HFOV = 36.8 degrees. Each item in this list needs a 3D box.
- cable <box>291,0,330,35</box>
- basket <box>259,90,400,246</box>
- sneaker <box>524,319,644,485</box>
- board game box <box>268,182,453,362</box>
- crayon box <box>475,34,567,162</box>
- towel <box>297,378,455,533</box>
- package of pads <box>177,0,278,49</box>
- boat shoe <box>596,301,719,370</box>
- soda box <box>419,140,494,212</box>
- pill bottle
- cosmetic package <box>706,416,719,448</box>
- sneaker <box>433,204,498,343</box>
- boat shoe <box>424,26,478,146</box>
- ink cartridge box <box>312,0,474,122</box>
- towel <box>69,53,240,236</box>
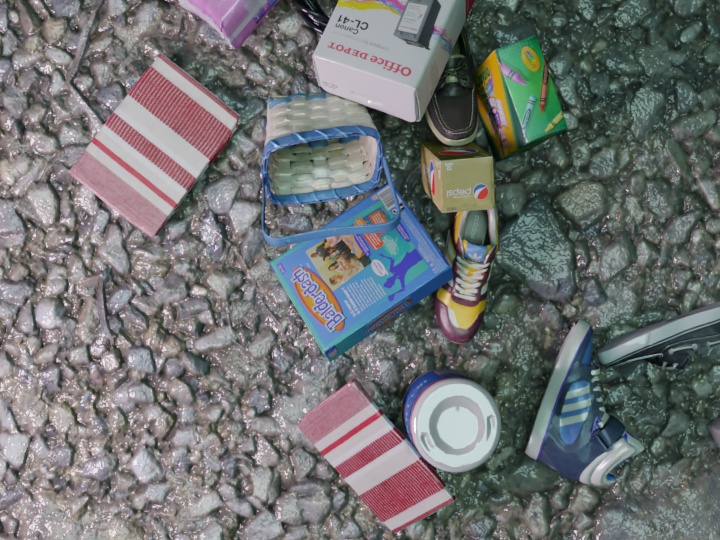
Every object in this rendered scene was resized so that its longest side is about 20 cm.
[{"bbox_3d":[0.001,-0.372,1.448,0.199,0.051,0.164,36,88,-1],"label":"cable"},{"bbox_3d":[-0.044,-0.128,1.384,0.173,0.140,0.203,-6,55,-3],"label":"basket"},{"bbox_3d":[0.314,0.182,1.434,0.144,0.081,0.203,21,95,10],"label":"sneaker"},{"bbox_3d":[0.000,0.000,1.419,0.198,0.045,0.153,-33,66,-3],"label":"board game box"},{"bbox_3d":[0.197,-0.214,1.382,0.057,0.200,0.121,-19,90,-4],"label":"crayon box"},{"bbox_3d":[0.020,0.243,1.410,0.201,0.144,0.023,49,46,-1],"label":"towel"},{"bbox_3d":[-0.146,-0.402,1.413,0.120,0.076,0.201,39,88,24],"label":"package of pads"},{"bbox_3d":[0.417,0.103,1.459,0.197,0.072,0.069,-18,89,-10],"label":"boat shoe"},{"bbox_3d":[0.120,-0.123,1.375,0.066,0.200,0.065,-5,103,-3],"label":"soda box"},{"bbox_3d":[0.109,0.184,1.373,0.110,0.200,0.115,0,89,-3],"label":"pill bottle"},{"bbox_3d":[0.594,0.252,1.415,0.164,0.165,0.202,-34,91,-2],"label":"cosmetic package"},{"bbox_3d":[0.140,-0.004,1.432,0.073,0.090,0.204,5,89,-3],"label":"sneaker"},{"bbox_3d":[0.113,-0.257,1.406,0.070,0.066,0.204,-4,60,1],"label":"boat shoe"},{"bbox_3d":[0.046,-0.309,1.356,0.145,0.086,0.203,20,72,13],"label":"ink cartridge box"},{"bbox_3d":[-0.271,-0.165,1.440,0.143,0.023,0.201,37,86,-1],"label":"towel"}]
